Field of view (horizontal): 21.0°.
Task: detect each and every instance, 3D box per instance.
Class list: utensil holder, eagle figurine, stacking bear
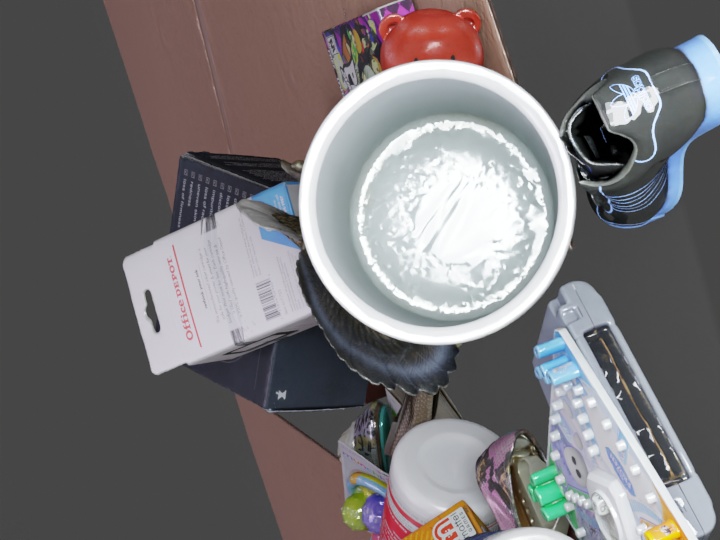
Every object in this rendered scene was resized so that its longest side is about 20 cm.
[{"bbox_3d":[0.056,-0.039,1.257,0.200,0.169,0.171,13,-124,-83],"label":"utensil holder"},{"bbox_3d":[0.006,0.000,1.557,0.150,0.151,0.202,0,107,53],"label":"eagle figurine"},{"bbox_3d":[0.053,-0.093,1.421,0.114,0.120,0.201,-85,-7,-63],"label":"stacking bear"}]

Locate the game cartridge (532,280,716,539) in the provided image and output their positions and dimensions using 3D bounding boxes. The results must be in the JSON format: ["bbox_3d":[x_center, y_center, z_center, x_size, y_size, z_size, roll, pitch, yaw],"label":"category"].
[{"bbox_3d":[0.181,0.120,1.355,0.133,0.041,0.201,87,159,-63],"label":"game cartridge"}]

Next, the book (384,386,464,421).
[{"bbox_3d":[0.086,0.214,1.862,0.134,0.048,0.201,-129,22,-49],"label":"book"}]

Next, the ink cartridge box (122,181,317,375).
[{"bbox_3d":[-0.106,0.009,1.695,0.199,0.068,0.117,-22,80,34],"label":"ink cartridge box"}]

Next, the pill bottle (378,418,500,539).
[{"bbox_3d":[0.073,0.236,1.734,0.201,0.111,0.113,98,151,-44],"label":"pill bottle"}]

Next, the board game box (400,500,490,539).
[{"bbox_3d":[0.081,0.358,1.621,0.200,0.199,0.200,52,-174,-50],"label":"board game box"}]

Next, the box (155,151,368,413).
[{"bbox_3d":[-0.083,0.008,1.822,0.196,0.123,0.202,23,108,50],"label":"box"}]

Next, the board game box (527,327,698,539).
[{"bbox_3d":[0.170,0.172,1.341,0.201,0.026,0.201,86,159,-52],"label":"board game box"}]

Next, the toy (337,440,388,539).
[{"bbox_3d":[0.020,0.250,1.914,0.115,0.047,0.200,30,160,17],"label":"toy"}]

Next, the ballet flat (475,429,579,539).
[{"bbox_3d":[0.155,0.217,1.559,0.201,0.069,0.071,65,146,25],"label":"ballet flat"}]

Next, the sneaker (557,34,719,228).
[{"bbox_3d":[0.148,-0.071,1.117,0.200,0.077,0.071,106,142,-68],"label":"sneaker"}]

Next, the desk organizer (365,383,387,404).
[{"bbox_3d":[-0.006,0.024,1.904,0.077,0.071,0.201,86,160,-57],"label":"desk organizer"}]

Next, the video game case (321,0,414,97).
[{"bbox_3d":[0.033,-0.117,1.613,0.181,0.036,0.201,-175,67,-74],"label":"video game case"}]

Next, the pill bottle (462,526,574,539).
[{"bbox_3d":[0.106,0.246,1.418,0.200,0.110,0.112,132,117,-78],"label":"pill bottle"}]

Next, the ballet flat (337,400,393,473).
[{"bbox_3d":[0.014,0.185,1.934,0.072,0.072,0.201,63,-178,29],"label":"ballet flat"}]

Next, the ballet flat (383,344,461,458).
[{"bbox_3d":[0.065,0.099,1.718,0.067,0.046,0.201,-57,-12,-51],"label":"ballet flat"}]
